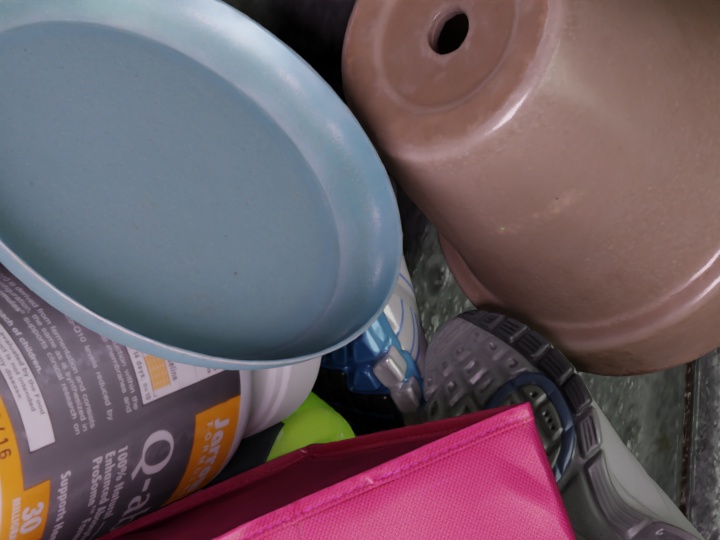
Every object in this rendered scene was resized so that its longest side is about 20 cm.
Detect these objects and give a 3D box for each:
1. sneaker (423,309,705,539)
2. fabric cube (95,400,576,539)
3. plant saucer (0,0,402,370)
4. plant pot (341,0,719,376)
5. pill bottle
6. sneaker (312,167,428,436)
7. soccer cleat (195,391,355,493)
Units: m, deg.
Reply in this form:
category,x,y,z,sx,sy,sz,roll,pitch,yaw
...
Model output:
category,x,y,z,sx,sy,sz,roll,pitch,yaw
sneaker,0.098,0.104,1.007,0.074,0.200,0.087,-38,169,5
fabric cube,-0.025,0.180,0.807,0.199,0.196,0.201,-21,90,-26
plant saucer,-0.076,-0.038,0.852,0.199,0.201,0.027,-20,156,-47
plant pot,0.083,-0.071,0.993,0.174,0.199,0.202,25,81,-49
pill bottle,-0.112,0.043,0.857,0.199,0.116,0.117,-21,117,-47
sneaker,0.000,0.000,1.024,0.087,0.075,0.201,-57,139,-32
soccer cleat,-0.088,0.122,0.957,0.200,0.081,0.068,-40,152,-10
